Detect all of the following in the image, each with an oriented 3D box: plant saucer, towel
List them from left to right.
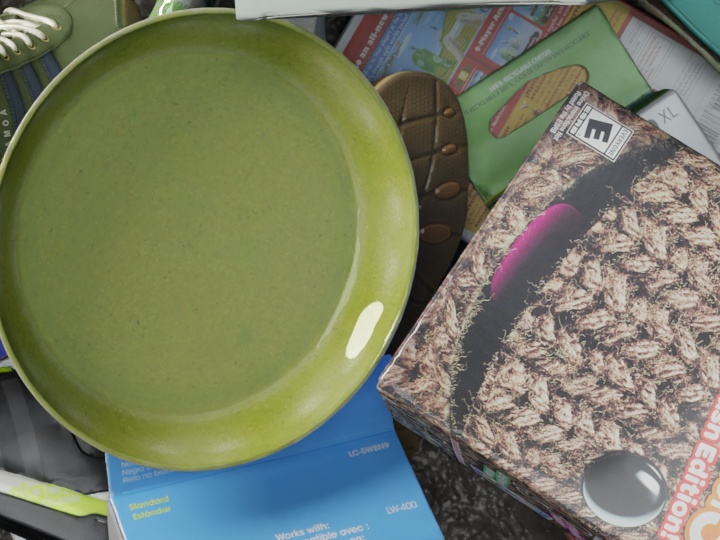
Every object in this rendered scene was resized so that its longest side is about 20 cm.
[{"bbox_3d":[-0.069,-0.014,0.886,0.200,0.031,0.200,-5,101,-26],"label":"plant saucer"},{"bbox_3d":[-0.071,-0.120,0.952,0.031,0.149,0.200,27,91,-1],"label":"towel"}]

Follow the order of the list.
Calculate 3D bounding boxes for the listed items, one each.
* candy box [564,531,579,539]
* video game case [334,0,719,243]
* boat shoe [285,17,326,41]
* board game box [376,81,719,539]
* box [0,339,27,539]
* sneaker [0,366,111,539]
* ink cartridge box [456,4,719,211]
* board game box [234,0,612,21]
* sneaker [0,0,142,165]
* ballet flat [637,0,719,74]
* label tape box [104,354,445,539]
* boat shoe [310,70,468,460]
[{"bbox_3d":[0.196,0.101,0.976,0.200,0.117,0.056,-21,90,2],"label":"candy box"},{"bbox_3d":[0.084,-0.078,1.018,0.200,0.017,0.143,31,92,-1],"label":"video game case"},{"bbox_3d":[-0.038,-0.083,0.982,0.068,0.075,0.200,23,87,4],"label":"boat shoe"},{"bbox_3d":[0.134,0.045,0.880,0.200,0.097,0.159,32,84,11],"label":"board game box"},{"bbox_3d":[-0.120,0.100,1.016,0.119,0.041,0.200,-26,94,1],"label":"box"},{"bbox_3d":[-0.175,0.073,0.971,0.200,0.072,0.083,24,73,-8],"label":"sneaker"},{"bbox_3d":[0.130,-0.020,0.982,0.104,0.059,0.200,-34,92,2],"label":"ink cartridge box"},{"bbox_3d":[0.047,-0.145,0.888,0.147,0.200,0.064,0,100,18],"label":"board game box"},{"bbox_3d":[-0.167,-0.082,0.911,0.067,0.090,0.200,8,52,30],"label":"sneaker"},{"bbox_3d":[0.139,-0.162,0.996,0.067,0.062,0.200,-43,85,13],"label":"ballet flat"},{"bbox_3d":[-0.038,0.153,0.947,0.144,0.063,0.200,-12,120,-19],"label":"label tape box"},{"bbox_3d":[0.000,0.000,0.990,0.072,0.068,0.200,6,99,-23],"label":"boat shoe"}]
